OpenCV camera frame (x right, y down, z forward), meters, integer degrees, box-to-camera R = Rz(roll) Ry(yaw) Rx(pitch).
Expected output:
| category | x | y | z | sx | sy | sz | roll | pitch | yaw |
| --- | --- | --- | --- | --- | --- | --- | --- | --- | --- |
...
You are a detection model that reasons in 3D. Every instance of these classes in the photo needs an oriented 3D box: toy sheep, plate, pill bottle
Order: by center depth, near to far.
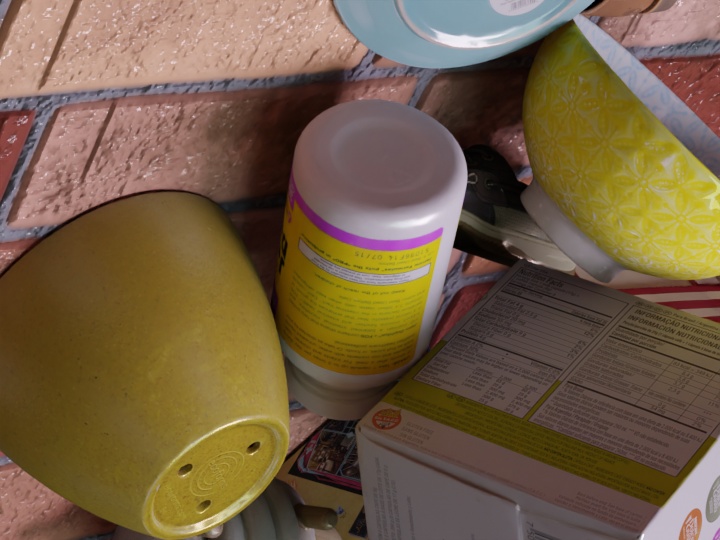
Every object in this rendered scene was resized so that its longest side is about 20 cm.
| category | x | y | z | sx | sy | sz | roll | pitch | yaw |
| --- | --- | --- | --- | --- | --- | --- | --- | --- | --- |
| plate | 0.079 | -0.186 | 1.501 | 0.199 | 0.026 | 0.201 | -16 | 140 | -13 |
| pill bottle | 0.000 | 0.000 | 1.579 | 0.104 | 0.104 | 0.201 | -22 | 144 | -28 |
| toy sheep | -0.098 | 0.190 | 1.744 | 0.199 | 0.138 | 0.138 | 5 | 129 | -34 |

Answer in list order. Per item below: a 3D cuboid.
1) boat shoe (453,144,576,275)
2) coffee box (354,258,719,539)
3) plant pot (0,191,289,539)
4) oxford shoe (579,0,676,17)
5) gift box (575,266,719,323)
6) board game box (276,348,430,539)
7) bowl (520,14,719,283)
| category | x | y | z | sx | sy | sz | roll | pitch | yaw |
| --- | --- | --- | --- | --- | --- | --- | --- | --- | --- |
| boat shoe | 0.070 | -0.049 | 1.681 | 0.200 | 0.071 | 0.066 | 22 | 79 | -41 |
| coffee box | 0.139 | 0.147 | 1.618 | 0.198 | 0.199 | 0.201 | -44 | 140 | -40 |
| plant pot | -0.121 | 0.075 | 1.553 | 0.199 | 0.142 | 0.201 | -28 | 148 | -19 |
| oxford shoe | 0.172 | -0.223 | 1.558 | 0.071 | 0.072 | 0.201 | -16 | 144 | -26 |
| gift box | 0.203 | 0.080 | 1.877 | 0.186 | 0.185 | 0.200 | 2 | 137 | -46 |
| board game box | 0.011 | 0.165 | 1.824 | 0.200 | 0.136 | 0.035 | -42 | 150 | 5 |
| bowl | 0.164 | -0.057 | 1.636 | 0.108 | 0.200 | 0.200 | -45 | 149 | 12 |
